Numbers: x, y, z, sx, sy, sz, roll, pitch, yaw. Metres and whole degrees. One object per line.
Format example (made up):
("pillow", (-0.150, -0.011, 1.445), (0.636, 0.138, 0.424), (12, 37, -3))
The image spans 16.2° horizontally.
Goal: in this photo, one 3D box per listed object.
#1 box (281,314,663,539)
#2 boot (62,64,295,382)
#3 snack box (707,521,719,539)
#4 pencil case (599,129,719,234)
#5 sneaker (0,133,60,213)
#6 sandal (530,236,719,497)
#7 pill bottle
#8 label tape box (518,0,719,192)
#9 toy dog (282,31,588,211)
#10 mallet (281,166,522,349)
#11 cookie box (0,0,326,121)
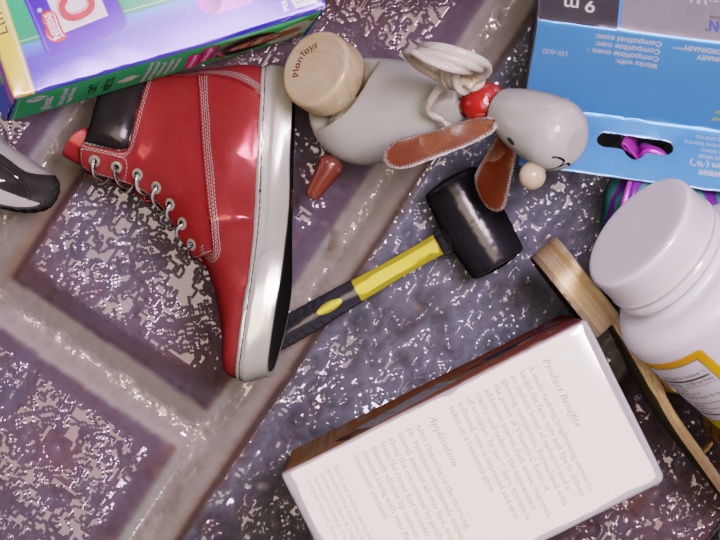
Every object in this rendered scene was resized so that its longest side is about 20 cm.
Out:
("box", (0.065, 0.118, 1.533), (0.199, 0.152, 0.107), (-27, 90, 0))
("boot", (-0.113, -0.030, 1.565), (0.143, 0.072, 0.201), (0, 76, 1))
("snack box", (0.266, 0.204, 1.593), (0.116, 0.037, 0.200), (35, 91, 0))
("pencil case", (0.247, -0.019, 1.563), (0.199, 0.085, 0.093), (14, 124, 1))
("sneaker", (-0.268, -0.104, 1.568), (0.199, 0.074, 0.080), (31, 89, -1))
("sandal", (0.194, 0.050, 1.553), (0.070, 0.078, 0.212), (-39, 107, 1))
("pill bottle", (0.228, 0.036, 1.484), (0.200, 0.109, 0.109), (40, 91, -23))
("label tape box", (0.177, -0.157, 1.536), (0.143, 0.063, 0.201), (7, 66, 0))
("toy dog", (0.032, -0.076, 1.512), (0.131, 0.200, 0.097), (21, 86, -33))
("mallet", (0.000, 0.000, 1.591), (0.199, 0.041, 0.066), (-23, 91, 4))
("cookie box", (-0.144, -0.201, 1.537), (0.199, 0.075, 0.172), (-18, 84, -13))
